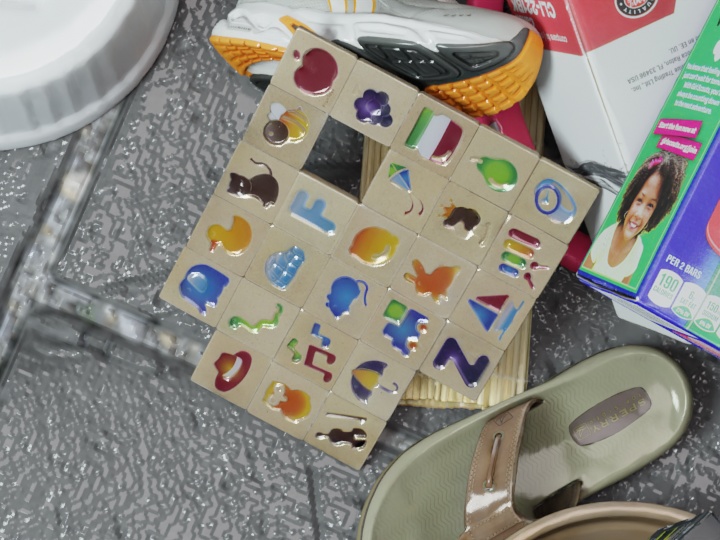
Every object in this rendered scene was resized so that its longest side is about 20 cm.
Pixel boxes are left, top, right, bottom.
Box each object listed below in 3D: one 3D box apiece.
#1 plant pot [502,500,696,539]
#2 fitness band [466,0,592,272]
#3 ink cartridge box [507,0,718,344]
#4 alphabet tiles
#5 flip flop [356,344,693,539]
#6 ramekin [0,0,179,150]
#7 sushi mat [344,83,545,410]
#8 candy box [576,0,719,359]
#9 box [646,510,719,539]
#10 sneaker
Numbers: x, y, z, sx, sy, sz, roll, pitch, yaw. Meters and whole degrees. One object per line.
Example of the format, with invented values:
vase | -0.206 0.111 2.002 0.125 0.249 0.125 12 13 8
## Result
plant pot | 0.125 0.216 1.391 0.200 0.093 0.202 0 83 -3
fitness band | 0.129 -0.092 1.453 0.143 0.037 0.201 -16 85 -15
ink cartridge box | 0.172 -0.085 1.378 0.144 0.084 0.201 -25 105 -15
alphabet tiles | 0.000 0.000 1.399 0.167 0.008 0.201 28 116 -2
flip flop | 0.085 0.104 1.416 0.199 0.058 0.081 -30 98 -9
ramekin | -0.190 -0.168 1.423 0.199 0.098 0.202 0 82 -3
sushi mat | 0.046 -0.028 1.458 0.095 0.012 0.201 5 83 -3
candy box | 0.222 -0.045 1.317 0.169 0.077 0.201 27 88 -24
box | 0.089 0.194 1.266 0.200 0.160 0.044 -42 85 -8
sneaker | 0.013 -0.135 1.400 0.199 0.076 0.092 10 69 40
